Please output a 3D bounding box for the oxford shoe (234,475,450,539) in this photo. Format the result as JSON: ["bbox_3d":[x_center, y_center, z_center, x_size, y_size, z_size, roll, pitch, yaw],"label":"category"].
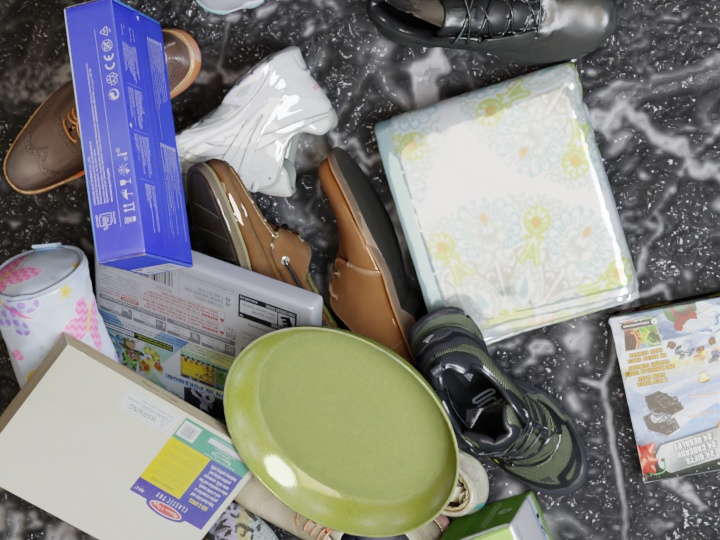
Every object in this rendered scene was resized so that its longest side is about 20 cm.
[{"bbox_3d":[-0.025,0.197,1.700,0.199,0.074,0.071,15,104,11],"label":"oxford shoe"}]

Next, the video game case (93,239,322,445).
[{"bbox_3d":[-0.125,0.064,1.676,0.199,0.022,0.183,19,131,18],"label":"video game case"}]

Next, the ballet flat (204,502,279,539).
[{"bbox_3d":[-0.078,0.290,1.731,0.072,0.072,0.201,-24,92,15],"label":"ballet flat"}]

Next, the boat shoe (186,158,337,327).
[{"bbox_3d":[-0.078,-0.011,1.668,0.068,0.072,0.200,-31,119,-19],"label":"boat shoe"}]

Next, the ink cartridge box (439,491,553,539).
[{"bbox_3d":[0.115,0.276,1.615,0.076,0.200,0.148,-23,93,15],"label":"ink cartridge box"}]

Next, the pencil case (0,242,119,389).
[{"bbox_3d":[-0.234,0.078,1.675,0.083,0.091,0.201,0,123,26],"label":"pencil case"}]

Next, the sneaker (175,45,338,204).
[{"bbox_3d":[-0.103,-0.087,1.676,0.200,0.078,0.099,-39,92,16],"label":"sneaker"}]

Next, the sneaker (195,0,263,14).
[{"bbox_3d":[-0.068,-0.272,1.603,0.200,0.140,0.078,-40,89,15],"label":"sneaker"}]

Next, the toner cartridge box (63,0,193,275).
[{"bbox_3d":[-0.178,-0.101,1.591,0.043,0.095,0.201,-11,80,16],"label":"toner cartridge box"}]

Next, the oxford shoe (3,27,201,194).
[{"bbox_3d":[-0.224,-0.131,1.696,0.200,0.073,0.071,-39,88,16],"label":"oxford shoe"}]

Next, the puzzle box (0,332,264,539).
[{"bbox_3d":[-0.193,0.151,1.655,0.200,0.025,0.133,33,102,-26],"label":"puzzle box"}]

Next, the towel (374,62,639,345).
[{"bbox_3d":[0.117,-0.047,1.647,0.171,0.048,0.201,-16,95,12],"label":"towel"}]

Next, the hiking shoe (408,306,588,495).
[{"bbox_3d":[0.108,0.124,1.624,0.076,0.101,0.200,-37,114,20],"label":"hiking shoe"}]

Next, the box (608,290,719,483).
[{"bbox_3d":[0.307,0.082,1.624,0.199,0.040,0.137,-11,95,14],"label":"box"}]

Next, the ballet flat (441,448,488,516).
[{"bbox_3d":[0.016,0.137,1.688,0.200,0.062,0.068,28,103,8],"label":"ballet flat"}]

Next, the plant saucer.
[{"bbox_3d":[-0.011,0.120,1.614,0.199,0.031,0.201,14,127,19],"label":"plant saucer"}]

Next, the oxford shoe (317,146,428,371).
[{"bbox_3d":[0.000,0.000,1.669,0.071,0.071,0.201,-19,95,19],"label":"oxford shoe"}]

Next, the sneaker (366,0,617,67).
[{"bbox_3d":[0.099,-0.195,1.604,0.199,0.091,0.076,1,97,12],"label":"sneaker"}]
